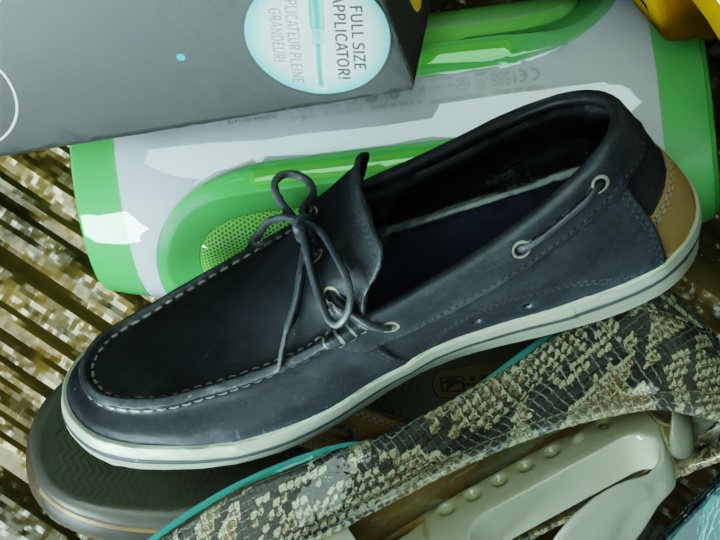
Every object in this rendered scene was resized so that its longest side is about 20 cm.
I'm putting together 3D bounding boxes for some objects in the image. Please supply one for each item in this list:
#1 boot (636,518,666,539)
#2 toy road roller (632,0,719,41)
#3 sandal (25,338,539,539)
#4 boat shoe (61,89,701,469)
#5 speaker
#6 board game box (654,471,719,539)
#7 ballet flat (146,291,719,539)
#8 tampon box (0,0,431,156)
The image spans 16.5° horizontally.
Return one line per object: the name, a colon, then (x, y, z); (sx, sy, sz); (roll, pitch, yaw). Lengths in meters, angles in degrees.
boot: (-0.013, 0.121, 0.792); (0.154, 0.073, 0.204); (40, 88, 12)
toy road roller: (0.107, -0.126, 0.679); (0.123, 0.200, 0.146); (-38, 68, 1)
sandal: (-0.008, 0.037, 0.789); (0.199, 0.055, 0.082); (-5, 47, 1)
boat shoe: (0.000, 0.000, 0.730); (0.200, 0.062, 0.075); (-20, 42, 9)
speaker: (0.012, -0.041, 0.799); (0.199, 0.088, 0.089); (-7, 83, 5)
board game box: (0.136, 0.171, 0.723); (0.200, 0.028, 0.135); (44, 83, 7)
ballet flat: (0.025, 0.074, 0.732); (0.200, 0.068, 0.075); (-27, 48, -4)
tampon box: (-0.088, -0.132, 0.746); (0.200, 0.150, 0.126); (-9, 39, 18)
